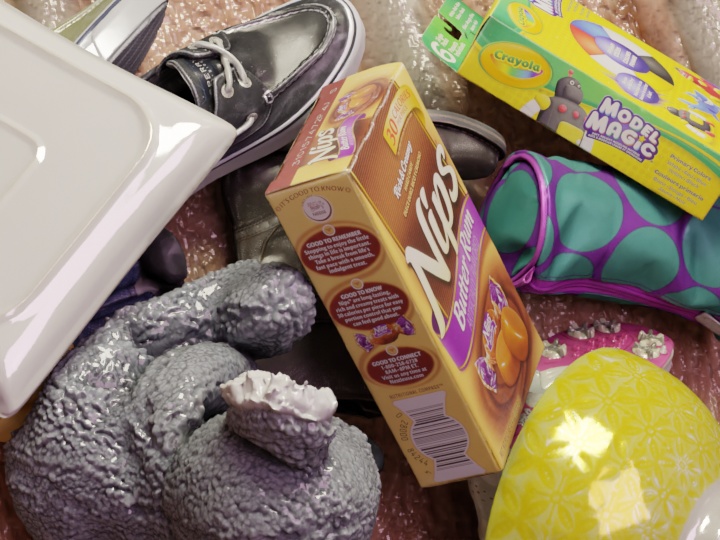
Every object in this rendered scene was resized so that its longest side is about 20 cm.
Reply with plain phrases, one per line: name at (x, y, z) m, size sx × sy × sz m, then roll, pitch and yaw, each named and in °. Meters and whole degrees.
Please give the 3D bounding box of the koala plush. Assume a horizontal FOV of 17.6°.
koala plush at (-0.062, 0.108, 1.173) m, size 0.183 × 0.200 × 0.178 m, roll -15°, pitch 111°, yaw -30°

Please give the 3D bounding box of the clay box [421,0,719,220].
clay box at (0.138, -0.117, 1.418) m, size 0.200 × 0.048 × 0.115 m, roll 32°, pitch 25°, yaw -2°

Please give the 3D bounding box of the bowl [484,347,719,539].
bowl at (0.163, 0.152, 1.300) m, size 0.200 × 0.108 × 0.201 m, roll -26°, pitch 123°, yaw -50°

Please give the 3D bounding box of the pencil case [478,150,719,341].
pencil case at (0.168, -0.011, 1.418) m, size 0.200 × 0.085 × 0.093 m, roll 12°, pitch 62°, yaw -29°

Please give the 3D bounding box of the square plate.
square plate at (-0.200, -0.049, 1.211) m, size 0.198 × 0.028 × 0.200 m, roll 29°, pitch 67°, yaw 19°

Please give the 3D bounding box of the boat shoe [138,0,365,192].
boat shoe at (-0.084, -0.097, 1.292) m, size 0.200 × 0.068 × 0.072 m, roll -33°, pitch 66°, yaw -7°

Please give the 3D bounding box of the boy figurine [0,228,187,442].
boy figurine at (-0.185, 0.035, 1.236) m, size 0.200 × 0.064 × 0.125 m, roll -22°, pitch 103°, yaw -31°

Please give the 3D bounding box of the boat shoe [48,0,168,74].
boat shoe at (-0.182, -0.097, 1.282) m, size 0.062 × 0.072 × 0.200 m, roll 36°, pitch 60°, yaw 6°

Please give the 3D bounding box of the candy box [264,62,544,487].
candy box at (0.028, 0.003, 1.264) m, size 0.200 × 0.056 × 0.117 m, roll 61°, pitch 30°, yaw -25°

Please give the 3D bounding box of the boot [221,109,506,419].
boot at (0.000, 0.000, 1.353) m, size 0.200 × 0.069 × 0.175 m, roll -4°, pitch 77°, yaw -19°

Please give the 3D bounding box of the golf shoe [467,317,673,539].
golf shoe at (0.122, 0.095, 1.388) m, size 0.200 × 0.075 × 0.092 m, roll -32°, pitch 132°, yaw -46°
